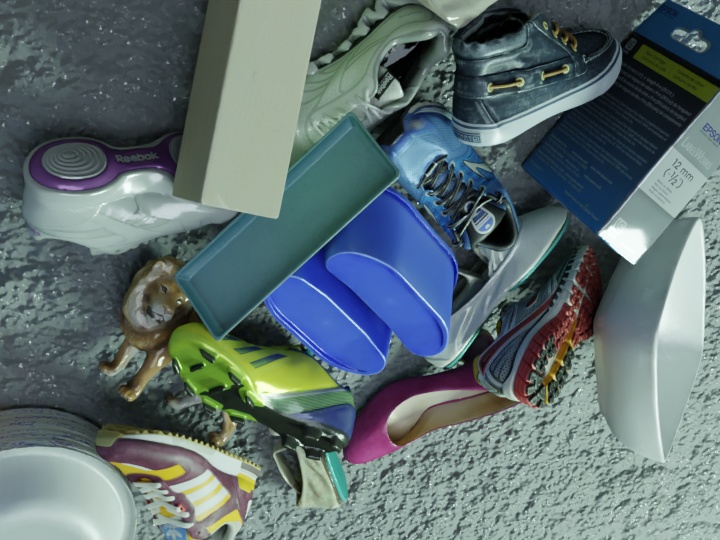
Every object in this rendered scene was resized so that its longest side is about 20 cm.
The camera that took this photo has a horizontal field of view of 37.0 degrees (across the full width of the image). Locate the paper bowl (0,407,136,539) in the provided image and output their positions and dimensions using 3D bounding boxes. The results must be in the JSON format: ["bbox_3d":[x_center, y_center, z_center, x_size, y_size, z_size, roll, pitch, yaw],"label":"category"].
[{"bbox_3d":[-0.299,0.231,0.954,0.199,0.104,0.202,-10,121,-17],"label":"paper bowl"}]

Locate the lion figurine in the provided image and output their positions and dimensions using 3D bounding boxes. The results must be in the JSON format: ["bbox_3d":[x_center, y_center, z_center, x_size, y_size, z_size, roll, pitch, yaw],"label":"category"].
[{"bbox_3d":[-0.147,0.071,0.955,0.123,0.072,0.200,-51,139,1],"label":"lion figurine"}]

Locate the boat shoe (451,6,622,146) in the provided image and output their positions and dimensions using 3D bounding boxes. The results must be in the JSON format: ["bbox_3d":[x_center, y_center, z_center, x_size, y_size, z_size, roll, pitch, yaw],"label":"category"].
[{"bbox_3d":[0.151,-0.181,0.889,0.200,0.071,0.092,-33,133,-33],"label":"boat shoe"}]

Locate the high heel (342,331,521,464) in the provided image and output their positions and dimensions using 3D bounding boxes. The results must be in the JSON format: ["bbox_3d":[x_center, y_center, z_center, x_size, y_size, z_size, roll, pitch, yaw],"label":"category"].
[{"bbox_3d":[0.075,0.146,1.065,0.199,0.096,0.068,-32,126,-3],"label":"high heel"}]

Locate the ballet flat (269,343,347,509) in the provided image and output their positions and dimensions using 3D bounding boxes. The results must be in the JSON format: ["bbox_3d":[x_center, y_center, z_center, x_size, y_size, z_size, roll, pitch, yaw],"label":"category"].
[{"bbox_3d":[-0.060,0.160,1.039,0.062,0.068,0.201,-8,122,7],"label":"ballet flat"}]

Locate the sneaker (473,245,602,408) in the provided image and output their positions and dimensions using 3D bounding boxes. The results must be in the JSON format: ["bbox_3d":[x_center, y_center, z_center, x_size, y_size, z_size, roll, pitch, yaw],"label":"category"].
[{"bbox_3d":[0.172,0.042,1.028,0.200,0.082,0.078,-48,131,-37],"label":"sneaker"}]

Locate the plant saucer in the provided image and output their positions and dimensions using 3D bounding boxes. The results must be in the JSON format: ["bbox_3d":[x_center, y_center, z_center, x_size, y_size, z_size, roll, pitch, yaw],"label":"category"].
[{"bbox_3d":[-0.058,-0.033,0.852,0.200,0.070,0.019,-42,160,12],"label":"plant saucer"}]

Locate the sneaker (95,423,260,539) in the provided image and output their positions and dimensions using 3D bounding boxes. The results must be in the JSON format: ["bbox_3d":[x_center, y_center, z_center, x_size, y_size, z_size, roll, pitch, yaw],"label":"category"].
[{"bbox_3d":[-0.164,0.198,0.966,0.200,0.074,0.091,32,67,-50],"label":"sneaker"}]

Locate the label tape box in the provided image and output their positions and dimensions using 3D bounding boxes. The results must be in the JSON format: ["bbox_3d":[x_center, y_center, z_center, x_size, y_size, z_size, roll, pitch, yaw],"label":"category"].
[{"bbox_3d":[0.255,-0.126,0.952,0.066,0.143,0.200,34,102,-34],"label":"label tape box"}]

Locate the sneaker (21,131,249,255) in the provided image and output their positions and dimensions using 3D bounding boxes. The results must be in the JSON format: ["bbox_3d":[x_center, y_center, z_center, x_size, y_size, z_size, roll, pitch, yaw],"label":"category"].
[{"bbox_3d":[-0.175,-0.059,0.870,0.198,0.075,0.100,0,142,-26],"label":"sneaker"}]

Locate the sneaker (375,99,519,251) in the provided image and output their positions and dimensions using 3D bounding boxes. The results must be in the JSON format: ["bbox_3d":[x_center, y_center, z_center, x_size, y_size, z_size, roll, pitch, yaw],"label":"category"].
[{"bbox_3d":[0.084,-0.073,0.916,0.079,0.089,0.200,-45,142,12],"label":"sneaker"}]

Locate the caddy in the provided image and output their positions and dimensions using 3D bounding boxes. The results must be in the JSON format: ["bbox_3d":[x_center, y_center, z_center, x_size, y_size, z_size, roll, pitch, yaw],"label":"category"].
[{"bbox_3d":[0.000,0.000,0.936,0.140,0.106,0.200,-18,136,28],"label":"caddy"}]

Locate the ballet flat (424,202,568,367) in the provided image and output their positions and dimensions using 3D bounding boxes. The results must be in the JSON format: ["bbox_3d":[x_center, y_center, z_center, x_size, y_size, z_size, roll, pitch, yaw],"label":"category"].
[{"bbox_3d":[0.116,0.005,1.026,0.069,0.070,0.200,30,105,-33],"label":"ballet flat"}]

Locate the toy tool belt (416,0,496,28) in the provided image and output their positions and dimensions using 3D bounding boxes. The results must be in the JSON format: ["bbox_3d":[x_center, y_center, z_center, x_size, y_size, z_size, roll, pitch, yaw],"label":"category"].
[{"bbox_3d":[0.041,-0.289,0.803,0.124,0.123,0.200,-30,121,30],"label":"toy tool belt"}]

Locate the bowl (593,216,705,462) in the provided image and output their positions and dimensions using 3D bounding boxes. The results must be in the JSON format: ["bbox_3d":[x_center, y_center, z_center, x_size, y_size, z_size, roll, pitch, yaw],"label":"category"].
[{"bbox_3d":[0.289,0.064,1.079,0.200,0.074,0.201,-55,143,-42],"label":"bowl"}]

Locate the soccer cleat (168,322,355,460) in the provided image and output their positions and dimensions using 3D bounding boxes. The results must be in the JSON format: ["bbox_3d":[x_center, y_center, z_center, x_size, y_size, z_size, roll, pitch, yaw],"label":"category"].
[{"bbox_3d":[-0.083,0.091,0.926,0.064,0.084,0.200,-26,131,38],"label":"soccer cleat"}]

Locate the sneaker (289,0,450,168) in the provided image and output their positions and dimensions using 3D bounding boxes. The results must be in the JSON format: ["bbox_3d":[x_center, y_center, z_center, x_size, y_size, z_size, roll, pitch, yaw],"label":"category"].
[{"bbox_3d":[-0.007,-0.141,0.874,0.200,0.081,0.075,-46,127,9],"label":"sneaker"}]

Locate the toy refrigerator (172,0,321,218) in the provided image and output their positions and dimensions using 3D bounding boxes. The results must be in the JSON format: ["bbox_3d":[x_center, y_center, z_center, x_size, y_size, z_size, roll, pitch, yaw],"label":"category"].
[{"bbox_3d":[-0.080,-0.145,0.802,0.069,0.076,0.202,9,93,-27],"label":"toy refrigerator"}]
